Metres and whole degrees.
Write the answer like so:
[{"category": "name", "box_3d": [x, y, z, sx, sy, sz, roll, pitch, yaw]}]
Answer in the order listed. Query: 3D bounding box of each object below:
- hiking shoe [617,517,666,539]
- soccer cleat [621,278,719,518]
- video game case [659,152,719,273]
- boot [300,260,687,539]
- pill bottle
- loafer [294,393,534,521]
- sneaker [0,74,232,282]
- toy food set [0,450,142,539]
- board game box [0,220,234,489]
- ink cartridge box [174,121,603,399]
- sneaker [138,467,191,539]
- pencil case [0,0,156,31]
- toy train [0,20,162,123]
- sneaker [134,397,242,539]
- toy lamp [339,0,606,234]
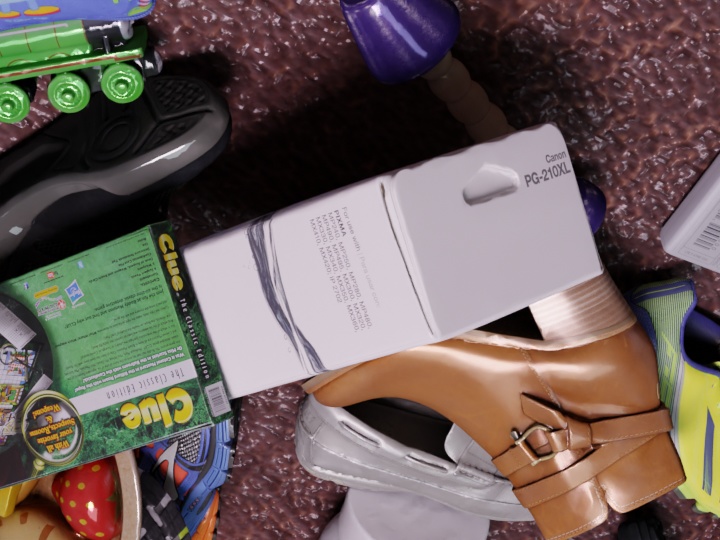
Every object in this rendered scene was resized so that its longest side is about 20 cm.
[{"category": "hiking shoe", "box_3d": [0.165, 0.244, 1.333, 0.086, 0.075, 0.201, -2, 132, -3]}, {"category": "soccer cleat", "box_3d": [0.210, 0.081, 1.200, 0.083, 0.065, 0.200, -27, 128, 15]}, {"category": "video game case", "box_3d": [0.296, -0.056, 1.111, 0.181, 0.024, 0.200, 19, 127, -20]}, {"category": "boot", "box_3d": [0.078, 0.084, 1.142, 0.199, 0.077, 0.156, -23, 100, 12]}, {"category": "pill bottle", "box_3d": [0.016, 0.217, 1.276, 0.109, 0.110, 0.201, 6, 131, -9]}, {"category": "loafer", "box_3d": [0.060, 0.104, 1.205, 0.199, 0.070, 0.070, 7, 137, -8]}, {"category": "sneaker", "box_3d": [-0.130, -0.029, 1.073, 0.199, 0.077, 0.114, -30, 129, 25]}, {"category": "toy food set", "box_3d": [-0.207, 0.120, 1.109, 0.197, 0.049, 0.201, 27, 114, 23]}, {"category": "board game box", "box_3d": [-0.162, 0.052, 1.026, 0.199, 0.023, 0.105, -18, 88, 32]}, {"category": "ink cartridge box", "box_3d": [0.000, 0.000, 1.008, 0.199, 0.144, 0.085, -18, 92, 44]}, {"category": "sneaker", "box_3d": [-0.174, 0.141, 1.182, 0.200, 0.074, 0.081, 40, 152, 19]}, {"category": "pencil case", "box_3d": [-0.186, -0.148, 0.957, 0.199, 0.078, 0.087, -11, 108, 6]}, {"category": "toy train", "box_3d": [-0.202, -0.104, 1.025, 0.199, 0.042, 0.057, -10, 121, 5]}, {"category": "sneaker", "box_3d": [-0.115, 0.104, 1.193, 0.078, 0.076, 0.201, 9, 129, -7]}, {"category": "toy lamp", "box_3d": [0.058, -0.085, 1.047, 0.058, 0.058, 0.200, -28, 127, 20]}]
